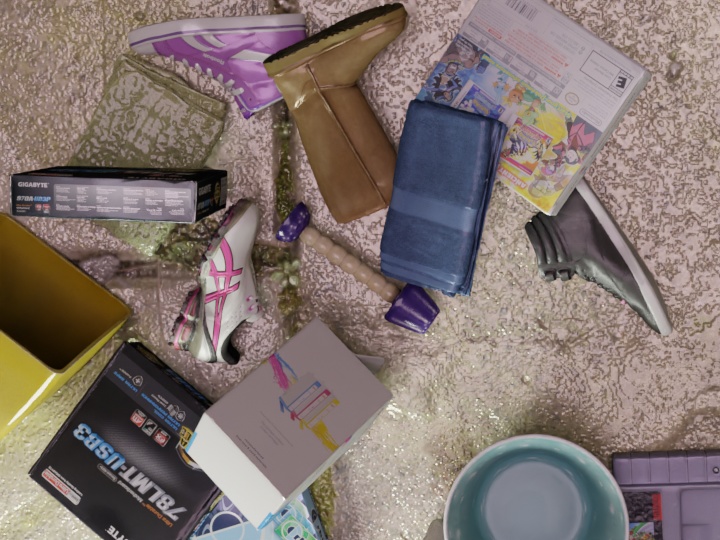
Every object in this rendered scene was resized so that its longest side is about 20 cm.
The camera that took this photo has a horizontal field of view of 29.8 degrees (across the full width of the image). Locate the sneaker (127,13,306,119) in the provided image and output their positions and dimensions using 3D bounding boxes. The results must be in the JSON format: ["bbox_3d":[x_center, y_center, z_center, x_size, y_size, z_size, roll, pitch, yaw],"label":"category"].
[{"bbox_3d":[-0.158,-0.223,1.497,0.200,0.073,0.115,0,101,8],"label":"sneaker"}]

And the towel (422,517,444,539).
[{"bbox_3d":[0.146,0.377,1.532,0.200,0.133,0.035,27,140,4],"label":"towel"}]

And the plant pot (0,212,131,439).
[{"bbox_3d":[-0.416,0.083,1.531,0.200,0.200,0.177,37,113,0],"label":"plant pot"}]

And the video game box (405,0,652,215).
[{"bbox_3d":[0.177,-0.188,1.444,0.200,0.047,0.182,38,101,17],"label":"video game box"}]

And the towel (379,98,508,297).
[{"bbox_3d":[0.085,-0.078,1.446,0.111,0.049,0.201,19,111,24],"label":"towel"}]

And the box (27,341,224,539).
[{"bbox_3d":[-0.251,0.219,1.567,0.200,0.050,0.199,38,94,11],"label":"box"}]

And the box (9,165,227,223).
[{"bbox_3d":[-0.255,-0.084,1.453,0.199,0.159,0.046,2,98,6],"label":"box"}]

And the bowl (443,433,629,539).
[{"bbox_3d":[0.193,0.275,1.505,0.200,0.105,0.202,0,91,5],"label":"bowl"}]

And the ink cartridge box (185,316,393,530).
[{"bbox_3d":[-0.070,0.160,1.481,0.125,0.129,0.200,45,60,7],"label":"ink cartridge box"}]

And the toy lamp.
[{"bbox_3d":[0.000,0.000,1.520,0.200,0.058,0.058,37,102,2],"label":"toy lamp"}]

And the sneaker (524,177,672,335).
[{"bbox_3d":[0.255,0.002,1.479,0.099,0.071,0.200,-35,87,14],"label":"sneaker"}]

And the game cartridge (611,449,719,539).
[{"bbox_3d":[0.349,0.304,1.533,0.129,0.038,0.201,-4,99,4],"label":"game cartridge"}]

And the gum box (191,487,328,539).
[{"bbox_3d":[-0.140,0.329,1.599,0.199,0.045,0.170,-18,95,10],"label":"gum box"}]

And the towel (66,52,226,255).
[{"bbox_3d":[-0.250,-0.131,1.543,0.148,0.036,0.200,28,101,2],"label":"towel"}]

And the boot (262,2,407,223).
[{"bbox_3d":[0.008,-0.170,1.465,0.175,0.066,0.200,-20,111,20],"label":"boot"}]

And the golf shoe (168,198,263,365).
[{"bbox_3d":[-0.145,0.014,1.538,0.092,0.073,0.201,22,112,-2],"label":"golf shoe"}]
